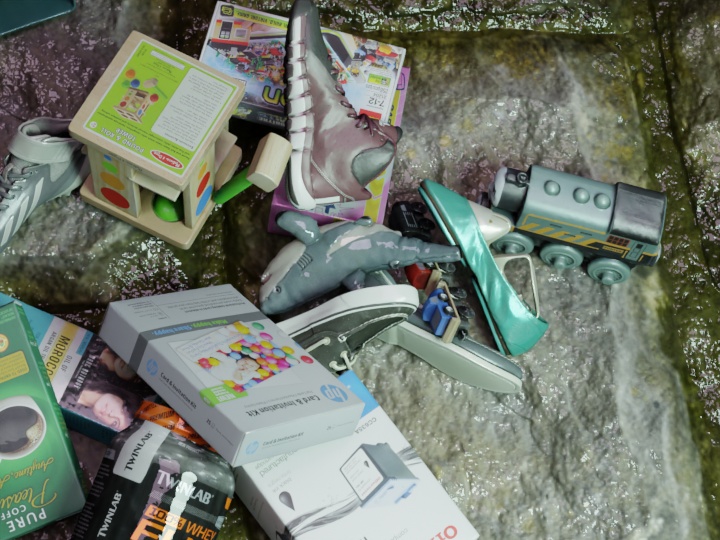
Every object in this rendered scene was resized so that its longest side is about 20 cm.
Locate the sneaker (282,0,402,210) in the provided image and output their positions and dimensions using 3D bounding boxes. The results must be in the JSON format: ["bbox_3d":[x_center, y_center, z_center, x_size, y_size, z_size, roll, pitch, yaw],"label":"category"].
[{"bbox_3d":[-0.016,-0.160,1.646,0.114,0.076,0.203,-1,97,-5],"label":"sneaker"}]

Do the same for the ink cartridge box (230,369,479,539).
[{"bbox_3d":[-0.008,0.219,1.585,0.146,0.086,0.200,-34,74,-21],"label":"ink cartridge box"}]

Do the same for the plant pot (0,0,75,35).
[{"bbox_3d":[-0.400,-0.363,1.754,0.140,0.142,0.201,-22,65,-18],"label":"plant pot"}]

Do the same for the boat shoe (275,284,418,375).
[{"bbox_3d":[-0.029,0.071,1.624,0.198,0.071,0.064,-22,67,20],"label":"boat shoe"}]

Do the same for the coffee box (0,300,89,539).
[{"bbox_3d":[-0.332,0.144,1.553,0.122,0.044,0.202,-22,85,-3],"label":"coffee box"}]

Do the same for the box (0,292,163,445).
[{"bbox_3d":[-0.284,0.095,1.615,0.198,0.049,0.083,23,65,2],"label":"box"}]

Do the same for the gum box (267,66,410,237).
[{"bbox_3d":[-0.021,-0.129,1.746,0.112,0.066,0.202,12,65,-3],"label":"gum box"}]

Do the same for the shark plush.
[{"bbox_3d":[0.000,0.000,1.663,0.197,0.091,0.084,0,58,2],"label":"shark plush"}]

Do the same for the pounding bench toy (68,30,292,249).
[{"bbox_3d":[-0.163,-0.104,1.658,0.198,0.156,0.125,26,65,8],"label":"pounding bench toy"}]

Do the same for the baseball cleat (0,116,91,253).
[{"bbox_3d":[-0.344,-0.083,1.654,0.069,0.107,0.200,33,60,22],"label":"baseball cleat"}]

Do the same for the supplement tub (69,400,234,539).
[{"bbox_3d":[-0.187,0.226,1.511,0.121,0.123,0.202,21,80,1],"label":"supplement tub"}]

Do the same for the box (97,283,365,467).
[{"bbox_3d":[-0.117,0.089,1.536,0.155,0.041,0.200,-8,40,-47],"label":"box"}]

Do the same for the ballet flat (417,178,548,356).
[{"bbox_3d":[0.129,-0.014,1.689,0.070,0.067,0.202,-27,99,3],"label":"ballet flat"}]

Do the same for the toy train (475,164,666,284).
[{"bbox_3d":[0.216,-0.054,1.723,0.198,0.114,0.086,16,64,-2],"label":"toy train"}]

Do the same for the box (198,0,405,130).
[{"bbox_3d":[-0.062,-0.194,1.714,0.198,0.035,0.111,14,65,0],"label":"box"}]

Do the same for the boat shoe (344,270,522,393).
[{"bbox_3d":[0.076,0.055,1.678,0.198,0.073,0.062,26,69,9],"label":"boat shoe"}]

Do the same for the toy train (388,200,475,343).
[{"bbox_3d":[0.066,-0.002,1.678,0.045,0.034,0.201,6,38,-24],"label":"toy train"}]
